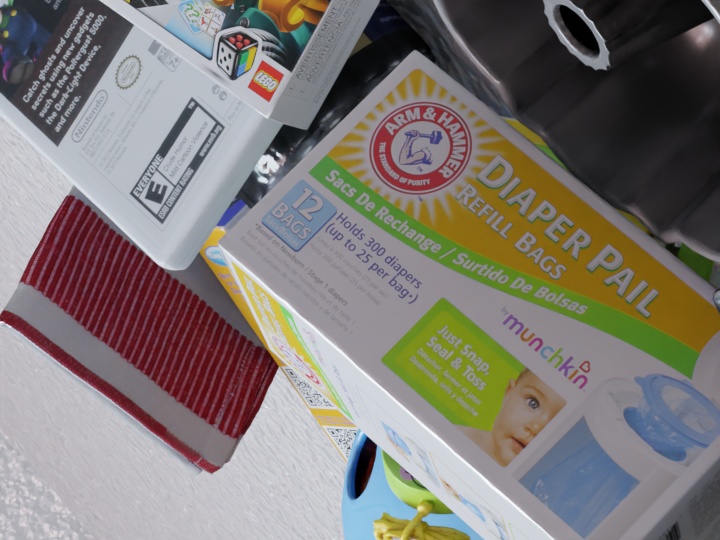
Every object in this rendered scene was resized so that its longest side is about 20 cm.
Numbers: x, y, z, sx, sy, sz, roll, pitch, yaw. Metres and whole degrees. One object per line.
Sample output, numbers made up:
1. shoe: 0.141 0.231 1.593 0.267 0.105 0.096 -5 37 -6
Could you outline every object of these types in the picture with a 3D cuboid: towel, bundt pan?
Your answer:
1. towel: -0.075 -0.020 1.349 0.144 0.200 0.023 40 157 -29
2. bundt pan: 0.100 -0.102 0.943 0.202 0.076 0.202 46 164 17

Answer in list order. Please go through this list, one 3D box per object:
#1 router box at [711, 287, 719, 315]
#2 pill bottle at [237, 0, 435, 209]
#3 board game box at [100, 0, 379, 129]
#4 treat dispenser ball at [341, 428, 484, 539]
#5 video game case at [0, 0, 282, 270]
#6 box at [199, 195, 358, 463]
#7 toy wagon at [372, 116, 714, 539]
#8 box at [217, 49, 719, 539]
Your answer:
1. router box: 0.213 0.041 0.867 0.200 0.051 0.149 -29 87 58
2. pill bottle: -0.037 -0.095 1.275 0.200 0.112 0.112 47 164 11
3. board game box: -0.068 -0.163 1.164 0.200 0.126 0.035 36 -167 29
4. treat dispenser ball: 0.091 0.107 1.216 0.201 0.201 0.201 45 164 17
5. video game case: -0.084 -0.132 1.205 0.182 0.200 0.023 42 -163 27
6. box: 0.000 0.000 1.366 0.041 0.119 0.200 3 133 51
7. toy wagon: 0.053 0.024 1.130 0.155 0.200 0.040 11 146 16
8. box: 0.059 0.031 1.038 0.200 0.112 0.101 40 168 24
